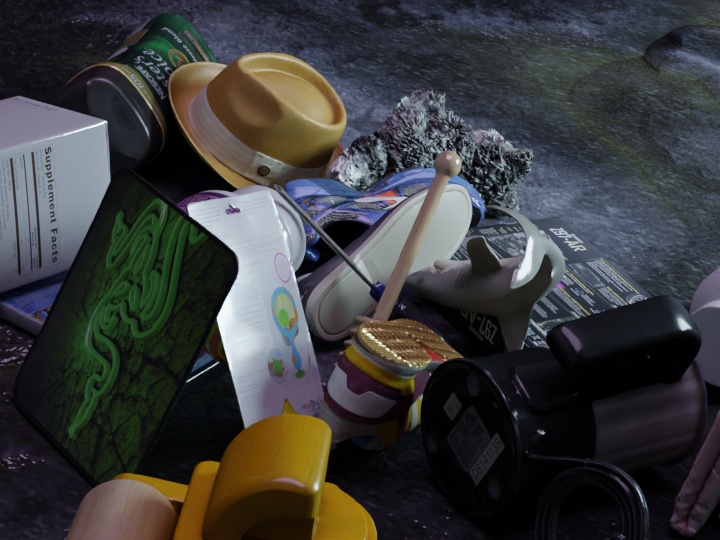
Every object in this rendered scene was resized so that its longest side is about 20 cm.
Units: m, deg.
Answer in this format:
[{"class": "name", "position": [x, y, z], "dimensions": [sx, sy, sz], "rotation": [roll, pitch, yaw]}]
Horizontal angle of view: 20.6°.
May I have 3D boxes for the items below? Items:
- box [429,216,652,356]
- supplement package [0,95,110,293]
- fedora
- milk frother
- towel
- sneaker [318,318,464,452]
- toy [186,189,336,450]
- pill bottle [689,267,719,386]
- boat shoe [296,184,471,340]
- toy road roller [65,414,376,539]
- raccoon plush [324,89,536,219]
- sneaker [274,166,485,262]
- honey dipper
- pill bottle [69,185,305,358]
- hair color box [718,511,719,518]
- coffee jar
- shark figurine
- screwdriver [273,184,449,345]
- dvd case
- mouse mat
[{"class": "box", "position": [0.156, 0.025, 1.700], "dimensions": [0.159, 0.044, 0.200], "rotation": [-8, 33, -30]}, {"class": "supplement package", "position": [-0.312, -0.055, 1.593], "dimensions": [0.121, 0.121, 0.199], "rotation": [17, 26, 39]}, {"class": "fedora", "position": [-0.079, -0.144, 1.829], "dimensions": [0.200, 0.082, 0.201], "rotation": [26, 34, -19]}, {"class": "milk frother", "position": [0.178, 0.135, 1.438], "dimensions": [0.187, 0.180, 0.201], "rotation": [-11, 75, -33]}, {"class": "towel", "position": [0.302, 0.082, 1.488], "dimensions": [0.032, 0.192, 0.200], "rotation": [28, 32, 16]}, {"class": "sneaker", "position": [0.025, 0.092, 1.513], "dimensions": [0.075, 0.090, 0.200], "rotation": [38, 11, 24]}, {"class": "toy", "position": [-0.083, 0.048, 1.449], "dimensions": [0.047, 0.202, 0.115], "rotation": [-19, -2, 28]}, {"class": "pill bottle", "position": [0.351, 0.034, 1.677], "dimensions": [0.110, 0.112, 0.199], "rotation": [27, 33, 30]}, {"class": "boat shoe", "position": [0.012, -0.015, 1.664], "dimensions": [0.200, 0.073, 0.062], "rotation": [-39, 33, -30]}, {"class": "toy road roller", "position": [-0.088, 0.163, 1.259], "dimensions": [0.198, 0.147, 0.123], "rotation": [10, 28, 1]}, {"class": "raccoon plush", "position": [0.068, -0.079, 1.841], "dimensions": [0.133, 0.097, 0.200], "rotation": [31, 47, 19]}, {"class": "sneaker", "position": [0.018, -0.038, 1.759], "dimensions": [0.198, 0.076, 0.079], "rotation": [-8, 41, -14]}, {"class": "honey dipper", "position": [0.035, -0.005, 1.578], "dimensions": [0.038, 0.201, 0.038], "rotation": [24, -10, 4]}, {"class": "pill bottle", "position": [-0.127, 0.004, 1.536], "dimensions": [0.112, 0.113, 0.200], "rotation": [23, 31, 23]}, {"class": "hair color box", "position": [0.347, 0.118, 1.519], "dimensions": [0.064, 0.110, 0.200], "rotation": [26, 31, 15]}, {"class": "coffee jar", "position": [-0.208, -0.163, 1.863], "dimensions": [0.105, 0.085, 0.200], "rotation": [55, 30, -11]}, {"class": "shark figurine", "position": [0.124, 0.019, 1.561], "dimensions": [0.127, 0.090, 0.214], "rotation": [11, -14, -17]}, {"class": "screwdriver", "position": [0.000, 0.000, 1.602], "dimensions": [0.200, 0.028, 0.029], "rotation": [47, 21, -9]}, {"class": "dvd case", "position": [-0.184, 0.037, 1.595], "dimensions": [0.199, 0.018, 0.142], "rotation": [24, 31, 26]}, {"class": "mouse mat", "position": [-0.171, 0.044, 1.411], "dimensions": [0.008, 0.201, 0.161], "rotation": [17, 14, -48]}]
